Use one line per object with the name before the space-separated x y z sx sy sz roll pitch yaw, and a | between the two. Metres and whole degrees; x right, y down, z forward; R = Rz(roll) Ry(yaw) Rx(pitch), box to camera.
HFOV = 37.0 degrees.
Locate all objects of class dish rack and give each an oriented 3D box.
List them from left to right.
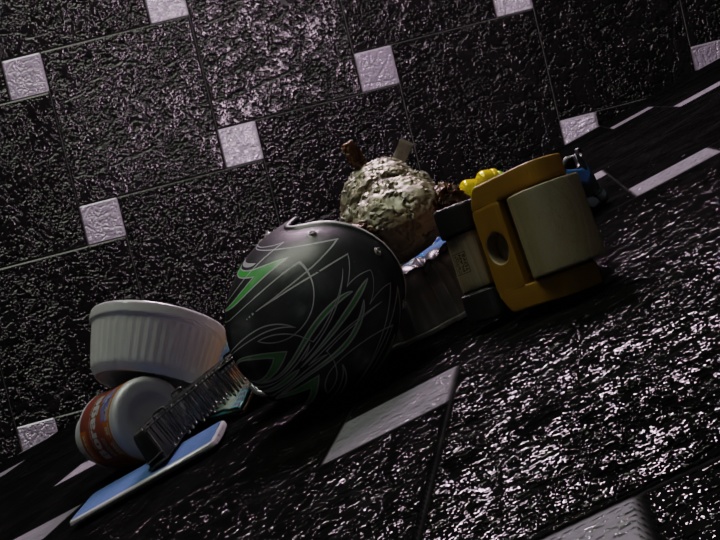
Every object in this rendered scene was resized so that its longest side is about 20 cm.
dish rack | -0.191 0.153 1.338 0.199 0.055 0.153 -39 4 3

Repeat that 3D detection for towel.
towel | -0.181 0.143 1.531 0.199 0.022 0.149 -23 43 59

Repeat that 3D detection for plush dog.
plush dog | 0.039 -0.073 1.270 0.198 0.162 0.172 -28 18 -7

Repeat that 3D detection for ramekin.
ramekin | -0.294 0.119 1.535 0.198 0.096 0.203 6 -21 2

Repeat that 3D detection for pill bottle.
pill bottle | -0.331 0.220 1.514 0.112 0.113 0.199 -31 3 -36

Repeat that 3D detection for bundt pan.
bundt pan | 0.091 0.018 1.304 0.200 0.077 0.202 -29 3 1

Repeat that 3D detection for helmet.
helmet | -0.049 0.044 1.140 0.198 0.202 0.191 -29 15 -10

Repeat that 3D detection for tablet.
tablet | -0.256 0.248 1.319 0.198 0.014 0.130 -30 4 1

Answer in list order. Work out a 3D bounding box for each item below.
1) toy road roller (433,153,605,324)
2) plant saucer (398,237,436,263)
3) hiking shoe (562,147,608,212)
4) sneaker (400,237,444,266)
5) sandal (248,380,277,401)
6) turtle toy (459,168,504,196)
toy road roller | 0.178 -0.036 1.052 0.144 0.125 0.199 -17 -4 -31
plant saucer | 0.079 -0.022 1.633 0.199 0.036 0.201 -35 -20 -15
hiking shoe | 0.255 -0.093 1.462 0.074 0.088 0.199 -25 6 47
sneaker | 0.092 0.013 1.487 0.199 0.079 0.089 -37 4 43
sandal | -0.086 0.122 1.367 0.078 0.060 0.207 -8 19 9
turtle toy | 0.222 -0.091 1.588 0.143 0.103 0.200 -6 -5 -14
